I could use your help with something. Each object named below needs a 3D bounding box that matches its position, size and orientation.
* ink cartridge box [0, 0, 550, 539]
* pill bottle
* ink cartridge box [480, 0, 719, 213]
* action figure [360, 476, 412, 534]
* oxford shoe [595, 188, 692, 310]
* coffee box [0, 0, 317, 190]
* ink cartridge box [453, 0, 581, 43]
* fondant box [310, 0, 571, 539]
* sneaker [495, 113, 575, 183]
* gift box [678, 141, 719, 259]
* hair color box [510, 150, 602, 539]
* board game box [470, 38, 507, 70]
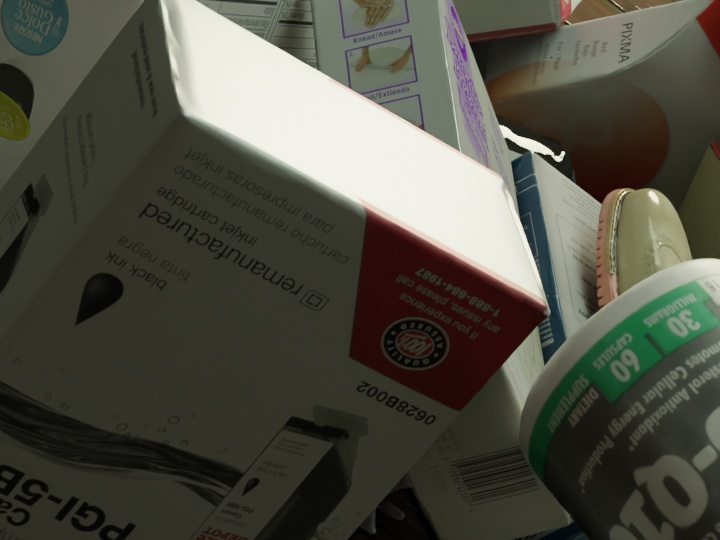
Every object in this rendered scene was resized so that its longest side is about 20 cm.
[{"bbox_3d":[-0.059,0.032,0.819,0.147,0.200,0.083,28,26,-26],"label":"ink cartridge box"},{"bbox_3d":[0.157,0.100,0.918,0.113,0.113,0.200,9,35,-54],"label":"pill bottle"},{"bbox_3d":[0.183,-0.071,1.302,0.162,0.200,0.050,50,43,-44],"label":"ink cartridge box"},{"bbox_3d":[-0.053,0.043,0.951,0.130,0.069,0.200,18,-26,34],"label":"action figure"},{"bbox_3d":[0.158,0.044,1.099,0.071,0.074,0.200,21,47,-52],"label":"oxford shoe"},{"bbox_3d":[-0.120,-0.149,1.056,0.199,0.198,0.200,28,15,21],"label":"coffee box"},{"bbox_3d":[0.044,-0.171,1.346,0.200,0.145,0.084,-51,132,-73],"label":"ink cartridge box"},{"bbox_3d":[0.032,-0.008,1.035,0.144,0.058,0.200,64,15,-53],"label":"fondant box"},{"bbox_3d":[0.017,-0.080,1.190,0.200,0.082,0.073,17,23,-17],"label":"sneaker"},{"bbox_3d":[0.222,0.055,1.288,0.200,0.187,0.185,9,31,-18],"label":"gift box"},{"bbox_3d":[0.096,0.056,1.130,0.100,0.060,0.200,33,37,-41],"label":"hair color box"},{"bbox_3d":[0.110,-0.093,1.475,0.199,0.041,0.200,20,-1,-32],"label":"board game box"}]
